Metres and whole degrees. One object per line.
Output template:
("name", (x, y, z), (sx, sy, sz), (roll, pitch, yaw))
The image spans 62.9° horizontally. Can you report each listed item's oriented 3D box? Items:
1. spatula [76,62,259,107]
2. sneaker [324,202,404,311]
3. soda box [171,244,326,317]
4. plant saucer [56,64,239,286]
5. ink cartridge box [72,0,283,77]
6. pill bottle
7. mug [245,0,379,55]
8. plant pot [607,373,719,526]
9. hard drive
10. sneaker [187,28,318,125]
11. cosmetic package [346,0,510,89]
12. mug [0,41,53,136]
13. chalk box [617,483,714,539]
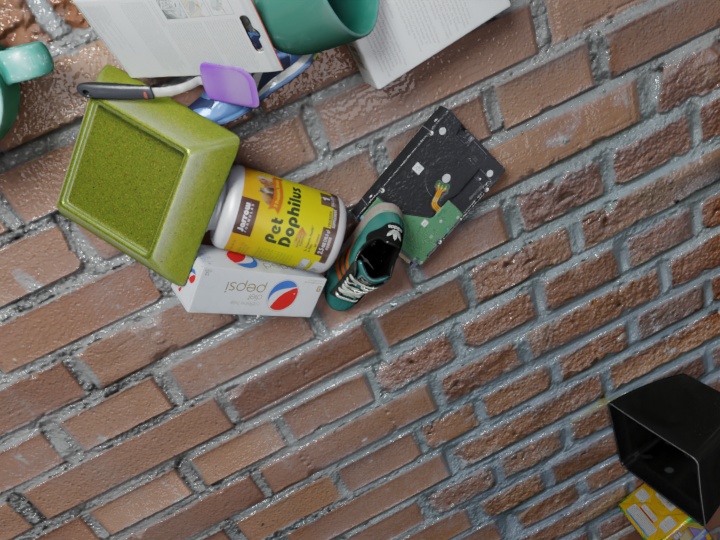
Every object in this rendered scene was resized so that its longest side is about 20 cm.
("spatula", (-0.213, -0.202, 0.650), (0.197, 0.021, 0.057), (-4, 150, -4))
("sneaker", (0.000, 0.000, 0.839), (0.070, 0.081, 0.201), (18, 129, -16))
("soda box", (-0.146, 0.016, 0.799), (0.198, 0.064, 0.069), (7, 115, -43))
("plant saucer", (-0.266, -0.109, 0.691), (0.198, 0.048, 0.202), (29, 107, 9))
("ink cartridge box", (-0.184, -0.263, 0.622), (0.197, 0.051, 0.109), (4, 155, 16))
("pill bottle", (-0.125, -0.071, 0.775), (0.197, 0.109, 0.110), (14, 110, -22))
("mug", (-0.070, -0.321, 0.611), (0.113, 0.153, 0.186), (-5, 132, 30))
("plant pot", (0.637, 0.327, 1.159), (0.176, 0.200, 0.201), (-32, 120, -14))
("hard drive", (0.099, -0.116, 0.862), (0.139, 0.038, 0.201), (36, 100, -28))
("sneaker", (-0.147, -0.240, 0.712), (0.199, 0.074, 0.083), (-39, 120, -6))
("cosmetic package", (0.074, -0.327, 0.735), (0.198, 0.071, 0.102), (-32, 120, 0))
("mug", (-0.427, -0.189, 0.616), (0.183, 0.115, 0.154), (13, 110, -22))
("chalk box", (0.695, 0.584, 1.327), (0.123, 0.125, 0.200), (-38, 118, 3))
